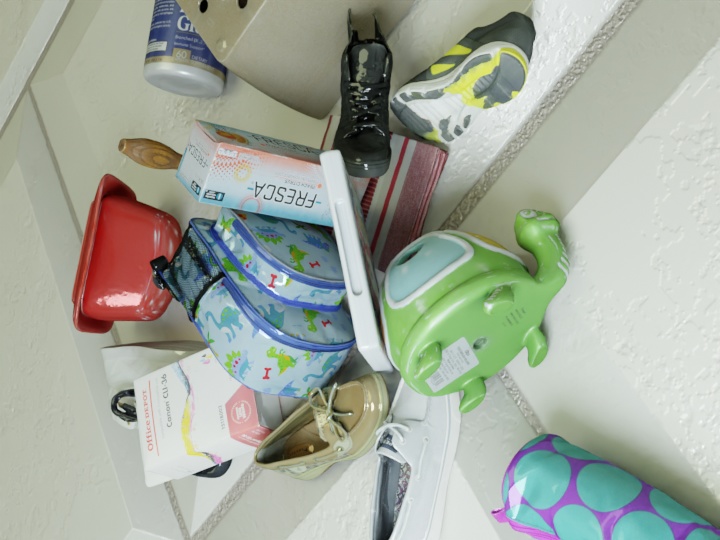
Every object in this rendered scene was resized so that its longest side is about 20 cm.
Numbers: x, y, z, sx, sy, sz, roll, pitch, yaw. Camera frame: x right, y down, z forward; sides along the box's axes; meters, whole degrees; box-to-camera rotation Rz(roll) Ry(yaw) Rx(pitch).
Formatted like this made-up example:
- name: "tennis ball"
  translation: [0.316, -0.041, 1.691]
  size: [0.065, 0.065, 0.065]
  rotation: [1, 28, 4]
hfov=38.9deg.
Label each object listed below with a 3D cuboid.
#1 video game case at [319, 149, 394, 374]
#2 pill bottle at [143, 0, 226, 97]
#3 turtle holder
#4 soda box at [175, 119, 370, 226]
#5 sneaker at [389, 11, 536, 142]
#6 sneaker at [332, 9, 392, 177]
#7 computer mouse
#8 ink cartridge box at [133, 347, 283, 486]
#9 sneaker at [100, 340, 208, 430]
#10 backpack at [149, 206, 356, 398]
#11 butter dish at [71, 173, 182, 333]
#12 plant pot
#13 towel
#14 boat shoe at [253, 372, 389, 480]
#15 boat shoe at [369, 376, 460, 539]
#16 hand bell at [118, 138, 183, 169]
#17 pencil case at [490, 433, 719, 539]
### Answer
- name: "video game case"
  translation: [0.000, 0.000, 0.989]
  size: [0.023, 0.200, 0.185]
  rotation: [-12, 77, 3]
- name: "pill bottle"
  translation: [-0.225, -0.346, 1.378]
  size: [0.110, 0.110, 0.203]
  rotation: [1, 81, 47]
- name: "turtle holder"
  translation: [0.095, 0.020, 0.919]
  size: [0.186, 0.140, 0.132]
  rotation: [-55, 46, 23]
- name: "soda box"
  translation: [-0.089, -0.099, 1.074]
  size: [0.064, 0.198, 0.069]
  rotation: [43, 115, 46]
- name: "sneaker"
  translation: [0.108, -0.192, 1.026]
  size: [0.199, 0.074, 0.085]
  rotation: [-15, 37, 54]
- name: "sneaker"
  translation: [0.003, -0.184, 1.044]
  size: [0.201, 0.059, 0.105]
  rotation: [-90, 2, -57]
- name: "computer mouse"
  translation: [-0.234, 0.200, 1.270]
  size: [0.199, 0.034, 0.059]
  rotation: [26, 92, 28]
- name: "ink cartridge box"
  translation: [-0.196, 0.169, 1.199]
  size: [0.198, 0.067, 0.118]
  rotation: [-24, 62, 18]
- name: "sneaker"
  translation: [-0.262, 0.152, 1.330]
  size: [0.198, 0.073, 0.117]
  rotation: [-6, 90, 42]
- name: "backpack"
  translation: [-0.094, 0.028, 1.090]
  size: [0.148, 0.182, 0.201]
  rotation: [-53, 52, 24]
- name: "butter dish"
  translation: [-0.282, -0.007, 1.339]
  size: [0.199, 0.146, 0.203]
  rotation: [86, -166, -86]
- name: "plant pot"
  translation: [-0.095, -0.315, 1.149]
  size: [0.200, 0.176, 0.201]
  rotation: [-48, 65, 29]
- name: "towel"
  translation: [0.009, -0.087, 1.128]
  size: [0.199, 0.023, 0.146]
  rotation: [28, 103, 49]
- name: "boat shoe"
  translation: [-0.040, 0.168, 1.064]
  size: [0.200, 0.062, 0.074]
  rotation: [-46, 46, 41]
- name: "boat shoe"
  translation: [0.044, 0.176, 0.986]
  size: [0.072, 0.068, 0.203]
  rotation: [8, 86, 47]
- name: "hand bell"
  translation: [-0.205, -0.126, 1.234]
  size: [0.103, 0.199, 0.106]
  rotation: [-15, 69, 44]
- name: "pencil case"
  translation: [0.202, 0.209, 0.796]
  size: [0.093, 0.085, 0.199]
  rotation: [-48, 41, -12]
